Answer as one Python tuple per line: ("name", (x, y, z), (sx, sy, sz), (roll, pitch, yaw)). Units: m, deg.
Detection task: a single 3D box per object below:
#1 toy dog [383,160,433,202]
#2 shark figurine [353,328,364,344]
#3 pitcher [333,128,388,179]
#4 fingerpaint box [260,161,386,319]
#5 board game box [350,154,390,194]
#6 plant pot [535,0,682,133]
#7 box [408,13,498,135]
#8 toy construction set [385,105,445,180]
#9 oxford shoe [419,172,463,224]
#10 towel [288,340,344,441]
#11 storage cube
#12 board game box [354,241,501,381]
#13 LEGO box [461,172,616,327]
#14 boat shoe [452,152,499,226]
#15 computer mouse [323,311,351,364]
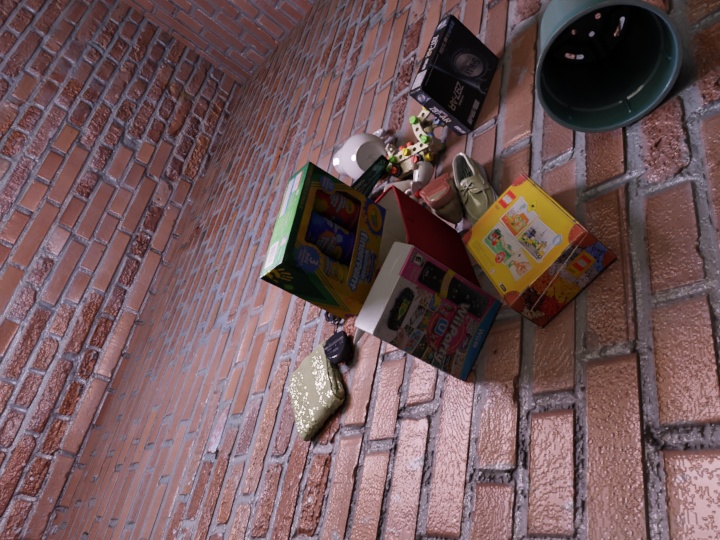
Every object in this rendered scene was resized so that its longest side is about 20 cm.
("toy dog", (0.083, -0.148, 1.206), (0.132, 0.096, 0.201), (-19, 54, 53))
("shark figurine", (-0.036, 0.056, 1.105), (0.089, 0.215, 0.128), (-21, 58, 9))
("pitcher", (0.019, -0.316, 1.469), (0.172, 0.121, 0.200), (-46, 18, -2))
("fingerpaint box", (-0.052, -0.048, 0.902), (0.073, 0.167, 0.200), (-29, 41, 46))
("board game box", (-0.007, -0.180, 1.341), (0.135, 0.028, 0.200), (-49, -2, -26))
("plant pot", (0.370, -0.357, 0.880), (0.200, 0.200, 0.196), (-36, 29, 36))
("box", (0.206, -0.423, 1.212), (0.043, 0.160, 0.200), (-2, 61, 58))
("toy construction set", (0.117, -0.288, 1.299), (0.200, 0.092, 0.132), (-31, 64, 53))
("oxford shoe", (0.166, -0.141, 1.115), (0.071, 0.074, 0.200), (-33, 16, 19))
("towel", (-0.101, 0.256, 1.205), (0.148, 0.036, 0.200), (-52, 30, 16))
("storage cube", (0.080, -0.012, 1.017), (0.171, 0.180, 0.200), (-44, 32, 26))
("board game box", (0.110, 0.067, 0.877), (0.064, 0.200, 0.148), (16, 78, 60))
("LEGO box", (0.263, -0.037, 0.858), (0.149, 0.077, 0.200), (-49, 31, 19))
("boat shoe", (0.212, -0.148, 1.053), (0.072, 0.062, 0.200), (-43, 34, 28))
("computer mouse", (-0.052, 0.144, 1.242), (0.059, 0.034, 0.200), (-35, 28, 13))
